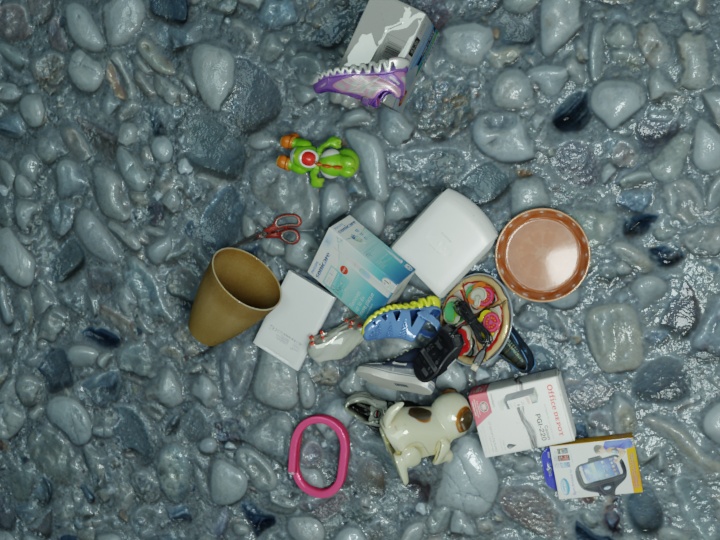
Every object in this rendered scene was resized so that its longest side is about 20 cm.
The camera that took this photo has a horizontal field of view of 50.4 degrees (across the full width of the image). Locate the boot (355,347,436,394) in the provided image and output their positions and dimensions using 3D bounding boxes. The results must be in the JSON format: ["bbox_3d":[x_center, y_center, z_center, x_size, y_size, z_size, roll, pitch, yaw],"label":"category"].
[{"bbox_3d":[0.090,0.220,1.737,0.199,0.073,0.091,8,60,31],"label":"boot"}]

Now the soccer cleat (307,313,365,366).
[{"bbox_3d":[-0.027,0.156,1.766,0.199,0.069,0.078,-23,117,9],"label":"soccer cleat"}]

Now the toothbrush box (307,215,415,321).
[{"bbox_3d":[0.000,0.000,1.700,0.200,0.085,0.147,41,131,12],"label":"toothbrush box"}]

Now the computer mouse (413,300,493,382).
[{"bbox_3d":[0.202,0.176,1.613,0.201,0.046,0.141,-57,46,17],"label":"computer mouse"}]

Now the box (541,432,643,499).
[{"bbox_3d":[0.492,0.422,1.640,0.199,0.041,0.120,-11,91,15],"label":"box"}]

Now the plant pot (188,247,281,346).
[{"bbox_3d":[-0.317,0.080,1.793,0.187,0.186,0.200,48,119,8],"label":"plant pot"}]

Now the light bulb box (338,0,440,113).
[{"bbox_3d":[0.060,-0.455,1.619,0.124,0.200,0.199,29,102,11],"label":"light bulb box"}]

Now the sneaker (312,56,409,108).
[{"bbox_3d":[0.003,-0.361,1.503,0.199,0.080,0.089,-6,101,14],"label":"sneaker"}]

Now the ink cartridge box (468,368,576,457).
[{"bbox_3d":[0.349,0.308,1.651,0.199,0.085,0.147,-16,90,15],"label":"ink cartridge box"}]

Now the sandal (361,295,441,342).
[{"bbox_3d":[0.098,0.118,1.661,0.199,0.080,0.087,-15,60,-17],"label":"sandal"}]

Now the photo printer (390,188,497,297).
[{"bbox_3d":[0.188,-0.066,1.677,0.166,0.069,0.200,46,105,9],"label":"photo printer"}]

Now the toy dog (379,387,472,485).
[{"bbox_3d":[0.145,0.332,1.655,0.199,0.140,0.195,-21,114,-8],"label":"toy dog"}]

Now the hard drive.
[{"bbox_3d":[-0.156,0.118,1.814,0.131,0.025,0.201,30,102,12],"label":"hard drive"}]

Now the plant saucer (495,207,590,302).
[{"bbox_3d":[0.390,-0.033,1.641,0.199,0.032,0.202,1,94,15],"label":"plant saucer"}]

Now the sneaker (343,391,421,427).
[{"bbox_3d":[0.055,0.330,1.737,0.199,0.088,0.075,8,95,14],"label":"sneaker"}]

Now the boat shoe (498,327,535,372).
[{"bbox_3d":[0.304,0.137,1.658,0.200,0.069,0.084,40,105,13],"label":"boat shoe"}]

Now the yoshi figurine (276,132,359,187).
[{"bbox_3d":[-0.085,-0.252,1.747,0.199,0.113,0.112,18,58,28],"label":"yoshi figurine"}]

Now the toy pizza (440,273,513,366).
[{"bbox_3d":[0.240,0.104,1.637,0.200,0.032,0.202,-15,69,46],"label":"toy pizza"}]

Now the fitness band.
[{"bbox_3d":[-0.098,0.440,1.815,0.143,0.037,0.201,8,97,15],"label":"fitness band"}]

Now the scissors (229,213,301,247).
[{"bbox_3d":[-0.232,-0.092,1.830,0.199,0.014,0.074,-4,95,18],"label":"scissors"}]
